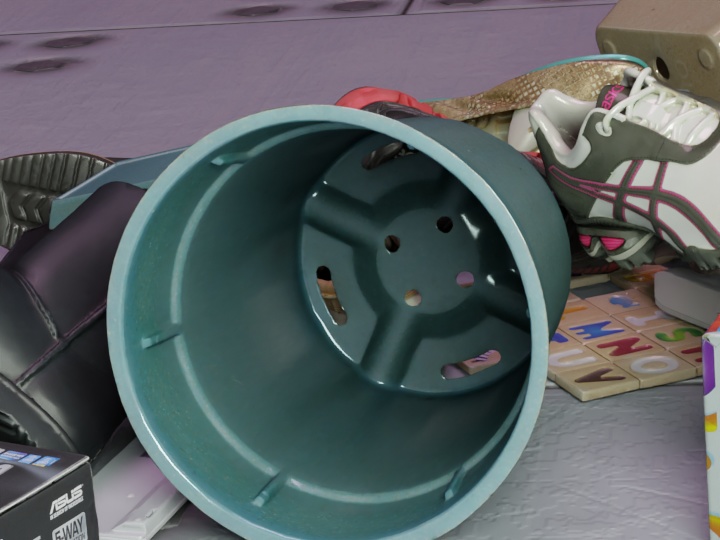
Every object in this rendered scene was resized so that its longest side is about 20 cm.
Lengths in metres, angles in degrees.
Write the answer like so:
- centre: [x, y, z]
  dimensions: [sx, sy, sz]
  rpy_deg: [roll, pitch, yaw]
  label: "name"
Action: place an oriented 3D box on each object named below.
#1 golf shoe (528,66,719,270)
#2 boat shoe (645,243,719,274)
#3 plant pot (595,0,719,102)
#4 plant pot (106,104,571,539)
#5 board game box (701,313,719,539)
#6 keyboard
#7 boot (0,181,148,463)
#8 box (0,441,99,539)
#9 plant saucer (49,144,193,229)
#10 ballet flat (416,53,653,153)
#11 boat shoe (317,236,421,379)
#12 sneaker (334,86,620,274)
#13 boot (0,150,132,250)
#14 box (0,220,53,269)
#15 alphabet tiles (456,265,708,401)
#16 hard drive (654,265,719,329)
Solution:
- centre: [0.149, -0.052, 1.047]
  dimensions: [0.077, 0.088, 0.200]
  rpy_deg: [-46, 18, -25]
  label: "golf shoe"
- centre: [0.198, -0.040, 1.183]
  dimensions: [0.073, 0.075, 0.200]
  rpy_deg: [-10, 5, -10]
  label: "boat shoe"
- centre: [0.265, -0.119, 1.366]
  dimensions: [0.177, 0.200, 0.200]
  rpy_deg: [-28, 19, -20]
  label: "plant pot"
- centre: [0.010, 0.010, 1.046]
  dimensions: [0.200, 0.201, 0.196]
  rpy_deg: [1, 11, 16]
  label: "plant pot"
- centre: [0.227, 0.046, 0.995]
  dimensions: [0.103, 0.105, 0.200]
  rpy_deg: [3, 19, 23]
  label: "board game box"
- centre: [-0.092, 0.090, 1.101]
  dimensions: [0.056, 0.011, 0.200]
  rpy_deg: [-4, 17, 21]
  label: "keyboard"
- centre: [-0.170, 0.004, 1.091]
  dimensions: [0.076, 0.200, 0.168]
  rpy_deg: [-44, 3, 44]
  label: "boot"
- centre: [-0.242, 0.118, 0.981]
  dimensions: [0.200, 0.050, 0.158]
  rpy_deg: [7, 22, 33]
  label: "box"
- centre: [-0.103, -0.056, 1.277]
  dimensions: [0.200, 0.019, 0.070]
  rpy_deg: [-9, 20, 48]
  label: "plant saucer"
- centre: [0.087, -0.078, 1.342]
  dimensions: [0.200, 0.071, 0.065]
  rpy_deg: [-13, 49, 37]
  label: "ballet flat"
- centre: [0.000, 0.000, 1.247]
  dimensions: [0.074, 0.067, 0.200]
  rpy_deg: [-19, 20, -12]
  label: "boat shoe"
- centre: [0.074, -0.040, 1.257]
  dimensions: [0.200, 0.071, 0.098]
  rpy_deg: [22, 12, -15]
  label: "sneaker"
- centre: [-0.149, -0.047, 1.456]
  dimensions: [0.200, 0.078, 0.138]
  rpy_deg: [7, 13, -6]
  label: "boot"
- centre: [-0.125, -0.009, 1.268]
  dimensions: [0.193, 0.048, 0.200]
  rpy_deg: [-18, 16, 12]
  label: "box"
- centre: [0.123, 0.030, 1.232]
  dimensions: [0.167, 0.008, 0.200]
  rpy_deg: [-11, 18, -18]
  label: "alphabet tiles"
- centre: [0.281, 0.007, 1.217]
  dimensions: [0.200, 0.027, 0.132]
  rpy_deg: [-12, 19, -28]
  label: "hard drive"
